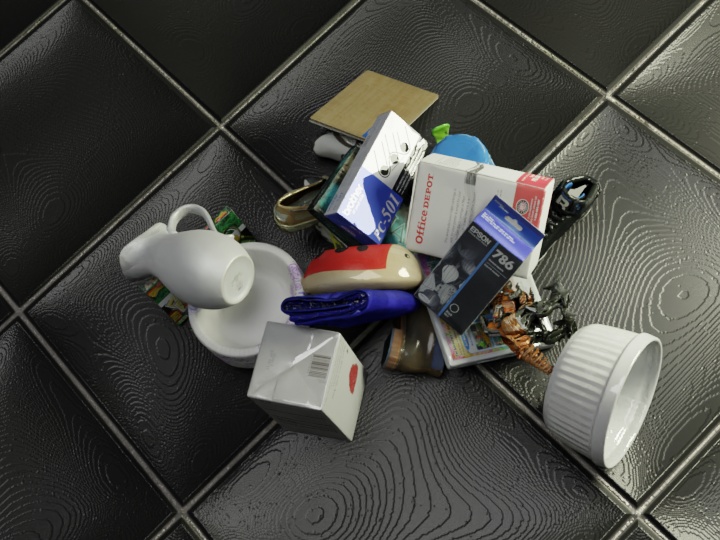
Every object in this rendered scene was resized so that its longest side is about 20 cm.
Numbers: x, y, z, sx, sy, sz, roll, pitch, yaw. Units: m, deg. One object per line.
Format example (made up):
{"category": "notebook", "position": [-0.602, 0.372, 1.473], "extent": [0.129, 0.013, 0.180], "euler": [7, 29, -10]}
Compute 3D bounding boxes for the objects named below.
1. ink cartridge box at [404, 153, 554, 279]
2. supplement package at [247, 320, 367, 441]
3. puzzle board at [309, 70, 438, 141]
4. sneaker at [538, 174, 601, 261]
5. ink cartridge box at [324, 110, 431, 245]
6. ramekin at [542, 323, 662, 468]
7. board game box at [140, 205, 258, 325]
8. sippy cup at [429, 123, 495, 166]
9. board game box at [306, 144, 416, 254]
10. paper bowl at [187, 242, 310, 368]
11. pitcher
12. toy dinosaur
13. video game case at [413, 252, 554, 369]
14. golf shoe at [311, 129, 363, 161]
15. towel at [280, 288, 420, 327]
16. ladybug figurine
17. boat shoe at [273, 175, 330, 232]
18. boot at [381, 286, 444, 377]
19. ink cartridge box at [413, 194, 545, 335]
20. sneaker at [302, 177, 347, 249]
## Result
{"category": "ink cartridge box", "position": [0.182, -0.087, 1.517], "extent": [0.199, 0.083, 0.147], "euler": [15, 112, 17]}
{"category": "supplement package", "position": [-0.075, 0.173, 1.509], "extent": [0.119, 0.200, 0.122], "euler": [8, 70, 16]}
{"category": "puzzle board", "position": [0.026, -0.282, 1.732], "extent": [0.150, 0.017, 0.200], "euler": [23, 45, 20]}
{"category": "sneaker", "position": [0.297, -0.085, 1.567], "extent": [0.200, 0.112, 0.073], "euler": [-41, 75, -15]}
{"category": "ink cartridge box", "position": [0.030, -0.146, 1.575], "extent": [0.044, 0.094, 0.200], "euler": [-7, 51, 59]}
{"category": "ramekin", "position": [0.346, 0.172, 1.423], "extent": [0.105, 0.200, 0.201], "euler": [21, 73, 30]}
{"category": "board game box", "position": [-0.269, -0.007, 1.682], "extent": [0.200, 0.105, 0.023], "euler": [-45, 43, -7]}
{"category": "sippy cup", "position": [0.168, -0.155, 1.632], "extent": [0.177, 0.130, 0.140], "euler": [30, 76, 22]}
{"category": "board game box", "position": [0.022, -0.089, 1.612], "extent": [0.028, 0.200, 0.136], "euler": [-1, 52, 59]}
{"category": "paper bowl", "position": [-0.176, 0.063, 1.632], "extent": [0.200, 0.104, 0.202], "euler": [-4, 67, 11]}
{"category": "pitcher", "position": [-0.258, -0.029, 1.578], "extent": [0.199, 0.121, 0.172], "euler": [17, 58, 29]}
{"category": "toy dinosaur", "position": [0.253, 0.084, 1.479], "extent": [0.135, 0.102, 0.201], "euler": [-20, 59, 3]}
{"category": "video game case", "position": [0.195, 0.047, 1.571], "extent": [0.181, 0.024, 0.201], "euler": [-11, 65, -13]}
{"category": "golf shoe", "position": [0.004, -0.192, 1.714], "extent": [0.199, 0.078, 0.095], "euler": [6, 69, 16]}
{"category": "towel", "position": [-0.010, 0.059, 1.483], "extent": [0.147, 0.200, 0.050], "euler": [-6, 85, 26]}
{"category": "ladybug figurine", "position": [0.000, 0.000, 1.541], "extent": [0.199, 0.136, 0.072], "euler": [-5, 85, 13]}
{"category": "boat shoe", "position": [-0.048, -0.126, 1.622], "extent": [0.199, 0.076, 0.072], "euler": [-27, 64, -18]}
{"category": "boot", "position": [0.101, 0.079, 1.597], "extent": [0.097, 0.075, 0.201], "euler": [18, 65, -5]}
{"category": "ink cartridge box", "position": [0.175, -0.007, 1.477], "extent": [0.099, 0.039, 0.200], "euler": [39, 115, 7]}
{"category": "sneaker", "position": [-0.028, -0.087, 1.689], "extent": [0.084, 0.075, 0.200], "euler": [-29, 66, -17]}
